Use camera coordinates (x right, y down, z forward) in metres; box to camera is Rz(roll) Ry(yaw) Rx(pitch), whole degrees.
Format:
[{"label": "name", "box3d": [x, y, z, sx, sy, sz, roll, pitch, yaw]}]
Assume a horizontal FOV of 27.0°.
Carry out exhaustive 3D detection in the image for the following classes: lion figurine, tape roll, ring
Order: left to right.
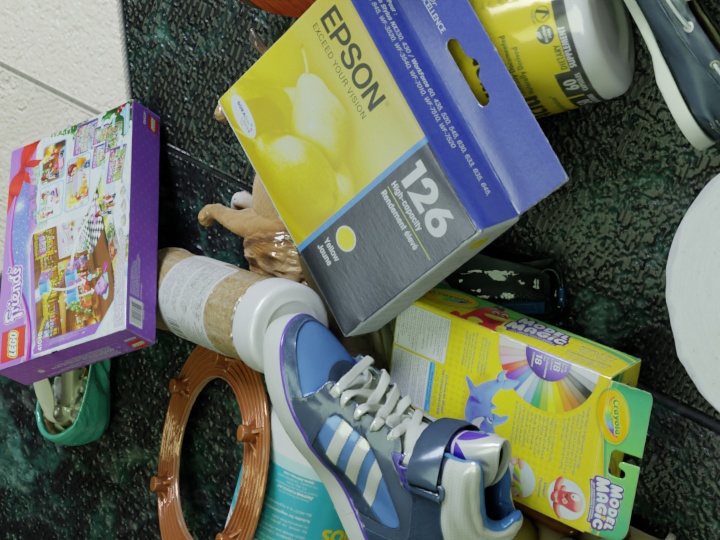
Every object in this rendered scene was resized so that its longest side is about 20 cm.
[{"label": "ring", "box3d": [-0.123, 0.149, 1.175, 0.200, 0.019, 0.203, -25, 62, 57]}, {"label": "lion figurine", "box3d": [-0.055, -0.072, 1.138, 0.122, 0.072, 0.203, 22, 116, 35]}, {"label": "tape roll", "box3d": [0.297, 0.013, 0.950, 0.198, 0.066, 0.203, 3, 97, 25]}]

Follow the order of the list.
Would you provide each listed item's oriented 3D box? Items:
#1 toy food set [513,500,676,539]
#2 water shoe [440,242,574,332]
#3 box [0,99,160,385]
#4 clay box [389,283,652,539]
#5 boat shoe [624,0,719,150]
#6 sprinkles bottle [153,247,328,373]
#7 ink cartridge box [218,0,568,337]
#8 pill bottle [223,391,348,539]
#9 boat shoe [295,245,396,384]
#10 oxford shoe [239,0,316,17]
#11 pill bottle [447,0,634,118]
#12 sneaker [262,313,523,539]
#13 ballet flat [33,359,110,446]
[{"label": "toy food set", "box3d": [0.101, 0.202, 1.050, 0.199, 0.061, 0.144, 24, 68, 35]}, {"label": "water shoe", "box3d": [0.121, 0.031, 1.079, 0.200, 0.071, 0.079, 42, 109, 11]}, {"label": "box", "box3d": [-0.223, -0.022, 1.193, 0.135, 0.039, 0.203, -17, 61, 28]}, {"label": "clay box", "box3d": [0.110, 0.094, 1.023, 0.198, 0.047, 0.116, 21, 116, 31]}, {"label": "boat shoe", "box3d": [0.210, -0.181, 0.999, 0.061, 0.075, 0.202, -24, 90, 28]}, {"label": "sprinkles bottle", "box3d": [-0.102, 0.028, 1.130, 0.199, 0.068, 0.069, 15, 108, 55]}, {"label": "ink cartridge box", "box3d": [0.014, -0.088, 1.002, 0.200, 0.047, 0.199, -40, 73, 40]}, {"label": "pill bottle", "box3d": [-0.049, 0.198, 1.165, 0.110, 0.111, 0.202, 23, 108, 20]}, {"label": "boat shoe", "box3d": [0.000, 0.000, 1.102, 0.072, 0.065, 0.203, -1, 99, 32]}, {"label": "oxford shoe", "box3d": [-0.002, -0.233, 1.101, 0.197, 0.071, 0.074, -6, 79, 19]}, {"label": "pill bottle", "box3d": [0.081, -0.152, 1.043, 0.198, 0.111, 0.113, -13, 94, 27]}, {"label": "sneaker", "box3d": [0.033, 0.104, 1.000, 0.145, 0.080, 0.202, -21, 97, 38]}, {"label": "ballet flat", "box3d": [-0.239, 0.052, 1.249, 0.067, 0.070, 0.203, 11, 103, 30]}]
